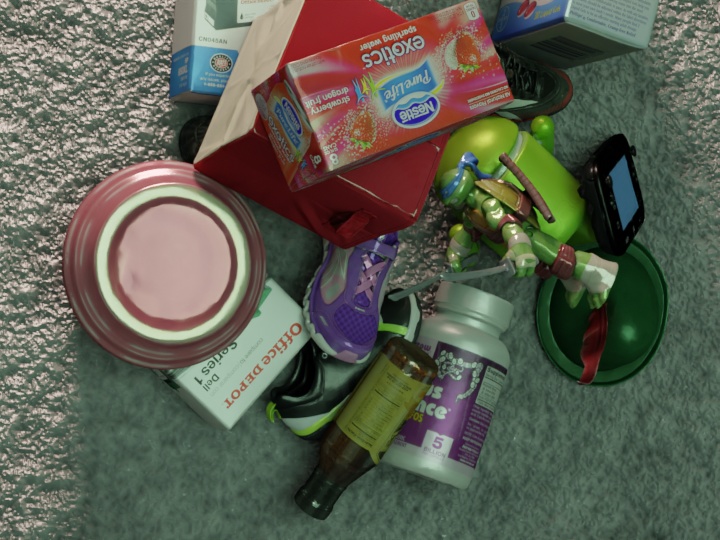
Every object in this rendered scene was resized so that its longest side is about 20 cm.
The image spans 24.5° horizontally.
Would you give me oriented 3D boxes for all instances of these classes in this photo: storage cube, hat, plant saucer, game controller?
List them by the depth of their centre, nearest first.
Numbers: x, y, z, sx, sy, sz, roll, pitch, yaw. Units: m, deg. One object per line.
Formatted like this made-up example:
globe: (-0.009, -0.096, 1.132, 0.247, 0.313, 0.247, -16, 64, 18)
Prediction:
storage cube: (-0.027, -0.145, 1.569, 0.179, 0.171, 0.201, 28, 72, -18)
plant saucer: (-0.183, -0.006, 1.585, 0.199, 0.051, 0.202, 0, 88, -19)
hat: (0.294, 0.053, 1.775, 0.165, 0.176, 0.201, 24, 81, -18)
game controller: (0.275, -0.082, 1.780, 0.042, 0.200, 0.105, -21, 97, 23)

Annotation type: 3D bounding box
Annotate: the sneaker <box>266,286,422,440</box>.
sneaker: (-0.017, 0.087, 1.707, 0.200, 0.072, 0.083, -51, 121, -9)

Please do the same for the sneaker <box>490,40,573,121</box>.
sneaker: (0.146, -0.204, 1.769, 0.199, 0.098, 0.071, 8, 84, -21)

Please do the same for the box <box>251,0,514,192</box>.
box: (0.020, -0.152, 1.445, 0.199, 0.095, 0.100, -22, 91, -25)

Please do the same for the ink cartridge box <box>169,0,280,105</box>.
ink cartridge box: (-0.110, -0.268, 1.685, 0.144, 0.084, 0.201, 4, 88, -20)

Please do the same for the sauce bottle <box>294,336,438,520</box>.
sauce bottle: (0.002, 0.162, 1.679, 0.066, 0.066, 0.200, 30, 105, -17)

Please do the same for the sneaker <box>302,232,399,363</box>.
sneaker: (0.000, 0.000, 1.672, 0.080, 0.088, 0.201, 27, 46, -20)

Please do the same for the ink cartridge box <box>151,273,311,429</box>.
ink cartridge box: (-0.162, 0.041, 1.663, 0.200, 0.084, 0.146, 44, 76, -13)

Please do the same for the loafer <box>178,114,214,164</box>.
loafer: (-0.083, -0.121, 1.699, 0.199, 0.072, 0.073, 1, 88, -20)

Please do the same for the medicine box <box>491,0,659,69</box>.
medicine box: (0.240, -0.330, 1.758, 0.102, 0.182, 0.201, 16, 84, -19)

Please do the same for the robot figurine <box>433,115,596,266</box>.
robot figurine: (0.161, -0.081, 1.762, 0.200, 0.116, 0.176, 41, 77, -14)

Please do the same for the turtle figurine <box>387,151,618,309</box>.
turtle figurine: (0.143, -0.001, 1.657, 0.193, 0.144, 0.201, 26, 52, -14)

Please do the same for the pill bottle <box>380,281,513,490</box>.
pill bottle: (0.091, 0.118, 1.737, 0.112, 0.112, 0.201, 21, 82, -18)
